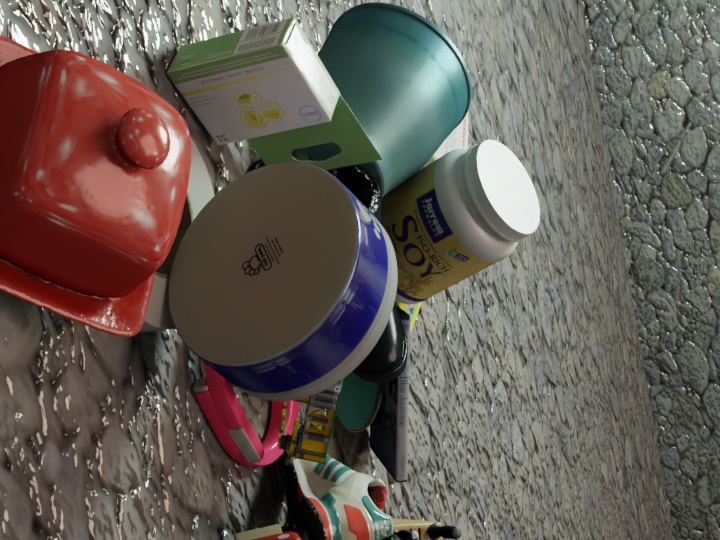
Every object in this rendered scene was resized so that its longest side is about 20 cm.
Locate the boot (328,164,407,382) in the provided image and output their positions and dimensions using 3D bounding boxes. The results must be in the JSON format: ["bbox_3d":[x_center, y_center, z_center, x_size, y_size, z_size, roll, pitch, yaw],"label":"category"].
[{"bbox_3d":[0.000,0.000,1.283,0.169,0.075,0.202,78,2,-50],"label":"boot"}]

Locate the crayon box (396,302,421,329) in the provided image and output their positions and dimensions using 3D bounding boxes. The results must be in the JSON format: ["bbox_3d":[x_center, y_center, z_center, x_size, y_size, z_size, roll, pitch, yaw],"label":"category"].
[{"bbox_3d":[0.048,-0.017,1.576,0.201,0.057,0.120,-66,142,-48],"label":"crayon box"}]

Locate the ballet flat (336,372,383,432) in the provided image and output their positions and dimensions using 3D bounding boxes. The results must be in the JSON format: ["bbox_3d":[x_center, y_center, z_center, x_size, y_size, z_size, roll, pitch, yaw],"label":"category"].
[{"bbox_3d":[-0.007,0.094,1.428,0.071,0.068,0.204,-2,85,-86],"label":"ballet flat"}]

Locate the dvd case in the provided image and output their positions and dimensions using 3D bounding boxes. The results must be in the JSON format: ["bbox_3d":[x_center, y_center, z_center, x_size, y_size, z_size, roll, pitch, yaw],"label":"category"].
[{"bbox_3d":[0.035,0.141,1.426,0.143,0.017,0.204,-145,-125,-75],"label":"dvd case"}]

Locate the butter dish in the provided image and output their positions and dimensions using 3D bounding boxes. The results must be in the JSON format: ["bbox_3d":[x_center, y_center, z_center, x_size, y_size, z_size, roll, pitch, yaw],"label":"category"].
[{"bbox_3d":[-0.199,-0.079,0.873,0.199,0.147,0.202,28,56,-38],"label":"butter dish"}]

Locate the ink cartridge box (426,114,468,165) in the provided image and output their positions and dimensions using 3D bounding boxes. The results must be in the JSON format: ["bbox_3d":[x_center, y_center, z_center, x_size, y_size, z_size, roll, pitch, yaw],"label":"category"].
[{"bbox_3d":[0.087,-0.208,1.680,0.200,0.083,0.147,41,48,-57],"label":"ink cartridge box"}]

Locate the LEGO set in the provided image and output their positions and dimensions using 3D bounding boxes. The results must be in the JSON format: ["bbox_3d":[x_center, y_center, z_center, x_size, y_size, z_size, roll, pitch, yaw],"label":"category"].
[{"bbox_3d":[-0.073,0.087,1.176,0.155,0.114,0.203,103,-2,-58],"label":"LEGO set"}]

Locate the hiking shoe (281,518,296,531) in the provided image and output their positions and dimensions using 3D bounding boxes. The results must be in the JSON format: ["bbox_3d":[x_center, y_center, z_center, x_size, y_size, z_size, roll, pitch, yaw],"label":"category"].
[{"bbox_3d":[-0.044,0.310,1.264,0.102,0.075,0.201,69,26,-23],"label":"hiking shoe"}]

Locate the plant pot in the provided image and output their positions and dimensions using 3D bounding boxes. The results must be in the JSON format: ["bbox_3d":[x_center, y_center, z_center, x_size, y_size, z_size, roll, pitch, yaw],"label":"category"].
[{"bbox_3d":[0.008,-0.179,1.378,0.189,0.197,0.202,-58,138,-35],"label":"plant pot"}]

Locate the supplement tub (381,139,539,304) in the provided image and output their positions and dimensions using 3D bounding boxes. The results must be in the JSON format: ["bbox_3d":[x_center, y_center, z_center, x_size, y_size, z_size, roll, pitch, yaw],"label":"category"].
[{"bbox_3d":[0.106,-0.059,1.420,0.144,0.199,0.147,29,46,-36],"label":"supplement tub"}]

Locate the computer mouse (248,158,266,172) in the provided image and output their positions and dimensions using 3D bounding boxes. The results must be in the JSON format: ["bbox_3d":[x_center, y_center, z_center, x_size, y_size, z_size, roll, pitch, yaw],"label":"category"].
[{"bbox_3d":[-0.112,-0.060,1.250,0.202,0.034,0.059,-73,146,-44],"label":"computer mouse"}]

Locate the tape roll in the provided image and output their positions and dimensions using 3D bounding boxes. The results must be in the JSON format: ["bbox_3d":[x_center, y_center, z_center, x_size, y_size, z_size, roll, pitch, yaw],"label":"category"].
[{"bbox_3d":[-0.194,-0.045,1.054,0.202,0.036,0.207,-5,90,-67],"label":"tape roll"}]

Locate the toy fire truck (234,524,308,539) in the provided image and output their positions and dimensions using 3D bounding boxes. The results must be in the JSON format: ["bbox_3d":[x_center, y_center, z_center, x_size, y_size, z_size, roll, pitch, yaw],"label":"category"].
[{"bbox_3d":[-0.088,0.347,1.048,0.200,0.126,0.179,-155,-124,-79],"label":"toy fire truck"}]

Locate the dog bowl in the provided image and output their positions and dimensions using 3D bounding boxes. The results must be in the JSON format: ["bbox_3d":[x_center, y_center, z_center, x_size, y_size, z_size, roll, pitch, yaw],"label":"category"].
[{"bbox_3d":[-0.071,0.008,1.033,0.079,0.197,0.203,44,45,-51],"label":"dog bowl"}]

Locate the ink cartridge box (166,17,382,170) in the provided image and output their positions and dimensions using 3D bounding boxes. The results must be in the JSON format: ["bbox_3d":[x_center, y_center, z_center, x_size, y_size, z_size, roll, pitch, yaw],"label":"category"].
[{"bbox_3d":[-0.084,-0.156,1.180,0.201,0.144,0.048,56,40,-39],"label":"ink cartridge box"}]

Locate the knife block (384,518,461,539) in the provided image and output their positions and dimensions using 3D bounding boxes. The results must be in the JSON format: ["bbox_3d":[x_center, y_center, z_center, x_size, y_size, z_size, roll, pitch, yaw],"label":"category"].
[{"bbox_3d":[0.068,0.335,1.391,0.199,0.173,0.065,19,68,-64],"label":"knife block"}]

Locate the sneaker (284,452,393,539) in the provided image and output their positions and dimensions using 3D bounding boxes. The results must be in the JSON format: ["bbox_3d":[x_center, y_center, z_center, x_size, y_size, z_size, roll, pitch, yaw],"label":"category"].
[{"bbox_3d":[-0.024,0.236,1.215,0.200,0.092,0.072,-134,-137,-69],"label":"sneaker"}]

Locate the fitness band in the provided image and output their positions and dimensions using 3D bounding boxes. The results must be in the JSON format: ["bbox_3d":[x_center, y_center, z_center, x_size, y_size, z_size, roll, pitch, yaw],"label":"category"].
[{"bbox_3d":[-0.117,0.111,1.199,0.145,0.037,0.202,-71,147,-49],"label":"fitness band"}]
